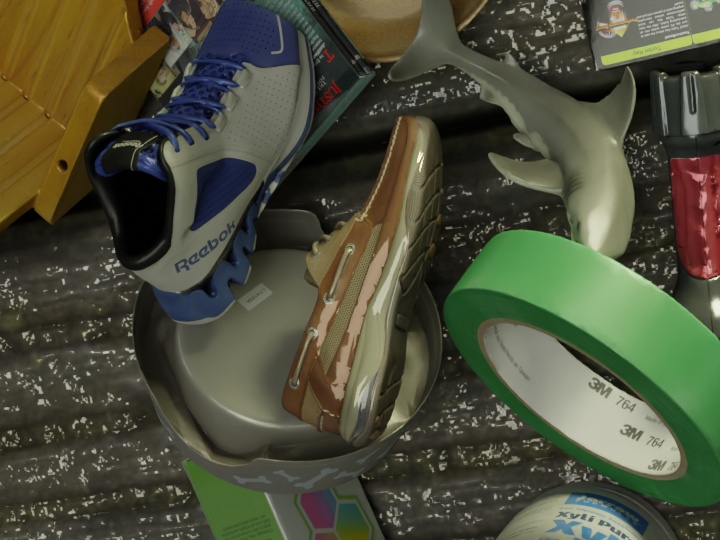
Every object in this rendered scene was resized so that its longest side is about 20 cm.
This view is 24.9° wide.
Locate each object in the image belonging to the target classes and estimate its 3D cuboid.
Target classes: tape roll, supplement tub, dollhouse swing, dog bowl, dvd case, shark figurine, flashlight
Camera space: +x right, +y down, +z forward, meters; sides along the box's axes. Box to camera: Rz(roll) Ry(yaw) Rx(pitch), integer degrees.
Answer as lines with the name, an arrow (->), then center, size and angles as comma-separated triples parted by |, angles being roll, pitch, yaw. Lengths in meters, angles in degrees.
tape roll -> 0.143, 0.060, 0.975 | 0.200, 0.201, 0.048 | 36, 72, 11
supplement tub -> 0.125, 0.217, 1.000 | 0.130, 0.200, 0.134 | 3, 101, 18
dollhouse swing -> -0.275, -0.129, 1.085 | 0.200, 0.176, 0.182 | 40, 130, 9
dog bowl -> -0.048, 0.054, 1.048 | 0.198, 0.201, 0.059 | 25, 141, 13
dvd case -> -0.093, -0.159, 1.082 | 0.201, 0.022, 0.146 | 53, 126, 12
shark figurine -> 0.122, -0.101, 1.001 | 0.215, 0.127, 0.090 | 51, 125, 24
flashlight -> 0.209, -0.023, 0.998 | 0.067, 0.067, 0.203 | 8, 109, 52

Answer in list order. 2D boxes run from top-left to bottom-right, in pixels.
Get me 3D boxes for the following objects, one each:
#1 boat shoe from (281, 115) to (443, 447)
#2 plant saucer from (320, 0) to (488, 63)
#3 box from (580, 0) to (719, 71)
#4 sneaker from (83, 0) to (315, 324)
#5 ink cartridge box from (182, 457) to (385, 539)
boat shoe -> 0.000, 0.000, 0.974 | 0.071, 0.076, 0.202 | 12, 78, 15
plant saucer -> 0.011, -0.236, 1.053 | 0.198, 0.035, 0.203 | 3, 99, 19
box -> 0.218, -0.235, 0.976 | 0.198, 0.047, 0.196 | -12, 96, 21
sneaker -> -0.099, -0.077, 0.984 | 0.080, 0.115, 0.202 | 10, 78, 30
ink cartridge box -> -0.033, 0.195, 1.099 | 0.059, 0.104, 0.202 | -22, 91, 32
